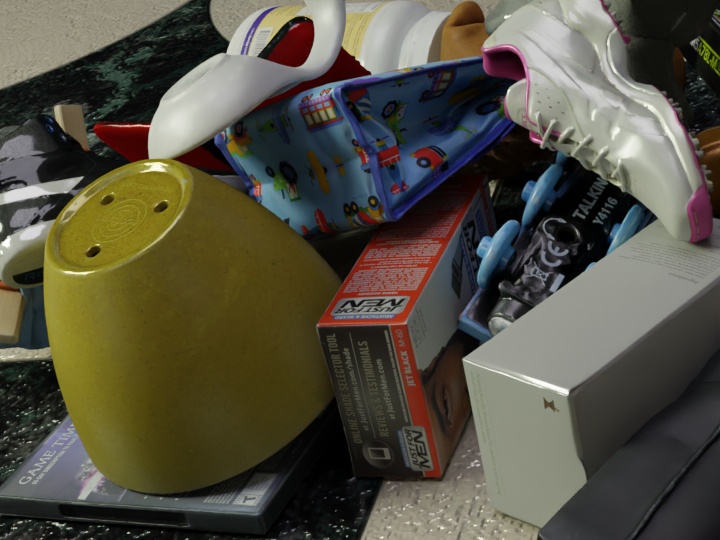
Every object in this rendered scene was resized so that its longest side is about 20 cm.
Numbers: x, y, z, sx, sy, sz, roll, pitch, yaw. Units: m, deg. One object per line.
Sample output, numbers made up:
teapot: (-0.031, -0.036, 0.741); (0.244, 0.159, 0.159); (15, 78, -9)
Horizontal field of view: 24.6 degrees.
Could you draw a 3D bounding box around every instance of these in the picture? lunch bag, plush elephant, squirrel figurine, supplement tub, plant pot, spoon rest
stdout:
lunch bag: (0.028, -0.103, 1.127); (0.199, 0.095, 0.150); (-31, 12, -36)
plush elephant: (0.177, -0.201, 1.152); (0.165, 0.200, 0.155); (-51, 31, 2)
squirrel figurine: (0.156, -0.133, 1.284); (0.185, 0.143, 0.200); (-3, 20, 20)
supplement tub: (-0.003, -0.158, 1.426); (0.199, 0.146, 0.145); (3, 30, 30)
plant pot: (-0.119, 0.016, 1.031); (0.199, 0.142, 0.201); (-18, 38, 15)
spoon rest: (-0.067, -0.129, 1.085); (0.099, 0.061, 0.200); (-17, 27, 48)

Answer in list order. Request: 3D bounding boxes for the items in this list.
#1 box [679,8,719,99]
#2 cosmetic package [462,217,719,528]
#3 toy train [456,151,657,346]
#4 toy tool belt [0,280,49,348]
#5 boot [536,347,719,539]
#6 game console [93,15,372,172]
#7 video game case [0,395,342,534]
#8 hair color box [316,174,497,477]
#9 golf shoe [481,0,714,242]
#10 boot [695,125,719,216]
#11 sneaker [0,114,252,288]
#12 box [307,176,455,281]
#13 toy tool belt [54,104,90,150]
box: (0.354, -0.138, 1.242); (0.191, 0.048, 0.200); (10, 23, -8)
cosmetic package: (0.160, 0.058, 0.956); (0.199, 0.108, 0.085); (-30, 32, -34)
toy train: (0.135, -0.014, 1.058); (0.086, 0.115, 0.200); (28, 59, 14)
toy tool belt: (-0.197, 0.012, 1.211); (0.199, 0.126, 0.123); (-4, 33, -30)
boot: (0.207, 0.123, 0.844); (0.164, 0.066, 0.200); (24, 47, 35)
game console: (-0.069, -0.103, 1.261); (0.173, 0.200, 0.119); (-49, 49, 4)
video game case: (-0.120, 0.117, 1.073); (0.198, 0.019, 0.143); (-1, 28, 26)
hair color box: (0.041, 0.031, 1.061); (0.063, 0.112, 0.200); (-2, 28, 22)
golf shoe: (0.143, -0.088, 1.004); (0.091, 0.076, 0.201); (-24, 57, -4)
boot: (0.218, -0.035, 1.175); (0.200, 0.071, 0.144); (-4, 33, 24)
sneaker: (-0.174, -0.066, 1.135); (0.199, 0.073, 0.112); (-15, 62, -32)
box: (0.000, 0.000, 1.192); (0.199, 0.069, 0.082); (-30, 31, -31)
toy tool belt: (-0.293, -0.050, 1.372); (0.124, 0.124, 0.200); (11, 35, 41)
